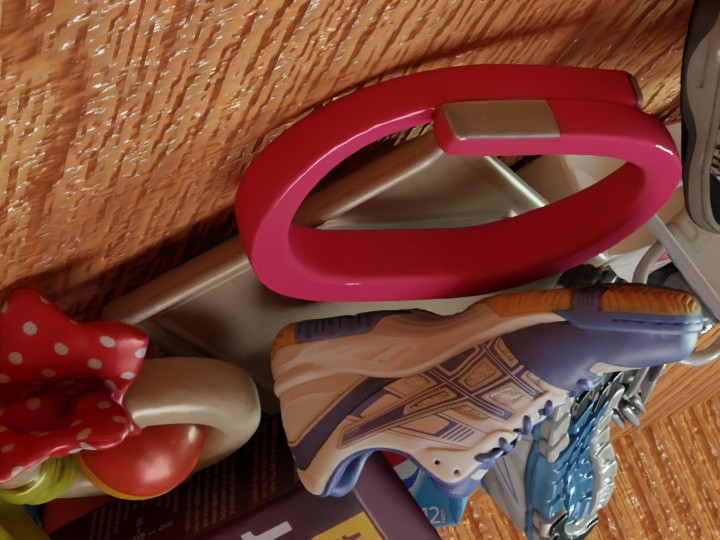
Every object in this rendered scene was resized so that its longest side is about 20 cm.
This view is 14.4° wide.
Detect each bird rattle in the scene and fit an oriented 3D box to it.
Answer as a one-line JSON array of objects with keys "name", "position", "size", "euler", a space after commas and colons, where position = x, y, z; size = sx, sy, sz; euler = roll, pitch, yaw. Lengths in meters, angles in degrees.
[{"name": "bird rattle", "position": [-0.124, 0.066, 1.291], "size": [0.162, 0.113, 0.200], "euler": [-6, 151, -30]}]

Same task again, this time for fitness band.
[{"name": "fitness band", "position": [0.042, -0.035, 1.198], "size": [0.199, 0.038, 0.144], "euler": [0, 151, -35]}]

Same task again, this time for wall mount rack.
[{"name": "wall mount rack", "position": [0.234, -0.008, 1.440], "size": [0.200, 0.174, 0.074], "euler": [-44, -172, -36]}]

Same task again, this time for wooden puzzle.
[{"name": "wooden puzzle", "position": [0.000, 0.000, 1.319], "size": [0.184, 0.037, 0.200], "euler": [-27, 154, 17]}]

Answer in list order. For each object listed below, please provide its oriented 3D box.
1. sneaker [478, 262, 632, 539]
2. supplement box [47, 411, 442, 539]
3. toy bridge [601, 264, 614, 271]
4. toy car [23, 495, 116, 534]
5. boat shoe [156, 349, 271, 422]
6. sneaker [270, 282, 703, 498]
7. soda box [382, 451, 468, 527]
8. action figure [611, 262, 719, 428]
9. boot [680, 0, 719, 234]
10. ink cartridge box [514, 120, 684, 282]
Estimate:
[{"name": "sneaker", "position": [0.081, 0.062, 1.398], "size": [0.075, 0.087, 0.200], "euler": [-41, 153, -33]}, {"name": "supplement box", "position": [-0.068, 0.158, 1.381], "size": [0.199, 0.111, 0.086], "euler": [-28, -157, 12]}, {"name": "toy bridge", "position": [0.086, 0.046, 1.496], "size": [0.067, 0.027, 0.200], "euler": [-22, 169, -14]}, {"name": "toy car", "position": [-0.116, 0.194, 1.504], "size": [0.183, 0.201, 0.177], "euler": [8, 175, 9]}, {"name": "boat shoe", "position": [-0.021, 0.018, 1.434], "size": [0.199, 0.063, 0.073], "euler": [-29, 144, 15]}, {"name": "sneaker", "position": [0.060, 0.055, 1.266], "size": [0.199, 0.089, 0.075], "euler": [-9, 176, 21]}, {"name": "soda box", "position": [0.026, 0.088, 1.537], "size": [0.067, 0.065, 0.200], "euler": [-6, -173, 7]}, {"name": "action figure", "position": [0.152, 0.022, 1.590], "size": [0.130, 0.069, 0.200], "euler": [-53, -162, -16]}, {"name": "boot", "position": [0.216, -0.062, 1.209], "size": [0.150, 0.073, 0.200], "euler": [11, 154, 14]}, {"name": "ink cartridge box", "position": [0.086, -0.003, 1.514], "size": [0.116, 0.068, 0.200], "euler": [-14, 166, -46]}]
